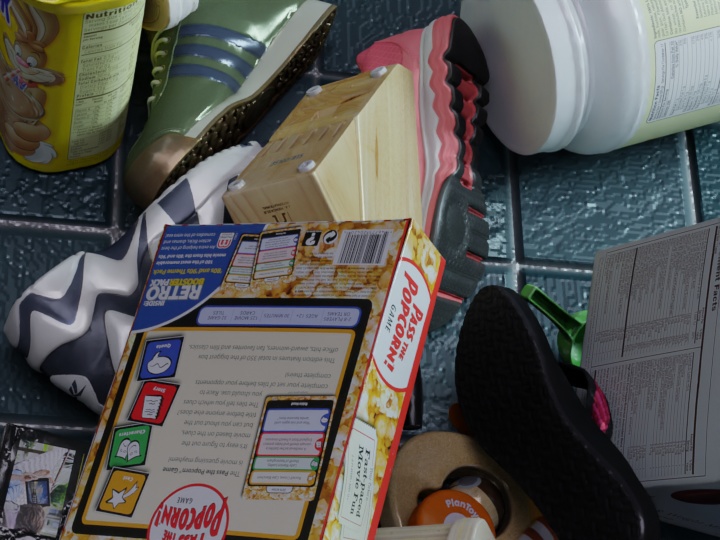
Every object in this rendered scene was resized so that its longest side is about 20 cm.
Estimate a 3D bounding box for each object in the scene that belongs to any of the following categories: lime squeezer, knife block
[{"bbox_3d":[0.162,0.054,1.039,0.200,0.071,0.038,34,71,-22],"label":"lime squeezer"},{"bbox_3d":[0.000,0.000,1.005,0.176,0.064,0.200,64,33,-23],"label":"knife block"}]

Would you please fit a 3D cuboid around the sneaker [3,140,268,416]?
[{"bbox_3d":[-0.087,0.022,0.993,0.199,0.079,0.130,-37,83,-34],"label":"sneaker"}]

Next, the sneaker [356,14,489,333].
[{"bbox_3d":[0.029,-0.056,1.075,0.087,0.074,0.200,-5,71,28],"label":"sneaker"}]

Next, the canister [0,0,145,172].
[{"bbox_3d":[-0.175,-0.165,0.996,0.086,0.200,0.149,-13,66,-19],"label":"canister"}]

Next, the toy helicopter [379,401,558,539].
[{"bbox_3d":[0.103,0.148,0.984,0.200,0.079,0.132,24,50,-12],"label":"toy helicopter"}]

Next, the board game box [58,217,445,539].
[{"bbox_3d":[-0.055,0.070,0.862,0.151,0.046,0.200,0,59,30],"label":"board game box"}]

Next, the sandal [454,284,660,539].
[{"bbox_3d":[0.108,0.089,0.938,0.045,0.075,0.200,3,39,-34],"label":"sandal"}]

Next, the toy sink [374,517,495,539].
[{"bbox_3d":[0.021,0.201,0.832,0.200,0.112,0.130,-7,39,27],"label":"toy sink"}]

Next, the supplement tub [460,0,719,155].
[{"bbox_3d":[0.179,-0.155,1.106,0.200,0.145,0.145,-16,67,-20],"label":"supplement tub"}]

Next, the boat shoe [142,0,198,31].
[{"bbox_3d":[-0.121,-0.203,1.059,0.069,0.071,0.200,-10,32,-16],"label":"boat shoe"}]

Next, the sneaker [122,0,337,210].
[{"bbox_3d":[-0.103,-0.121,1.070,0.090,0.067,0.200,35,55,7],"label":"sneaker"}]

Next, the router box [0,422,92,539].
[{"bbox_3d":[-0.135,0.192,0.903,0.149,0.051,0.200,14,61,-8],"label":"router box"}]

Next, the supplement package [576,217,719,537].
[{"bbox_3d":[0.250,0.065,0.932,0.191,0.200,0.147,17,72,-27],"label":"supplement package"}]
